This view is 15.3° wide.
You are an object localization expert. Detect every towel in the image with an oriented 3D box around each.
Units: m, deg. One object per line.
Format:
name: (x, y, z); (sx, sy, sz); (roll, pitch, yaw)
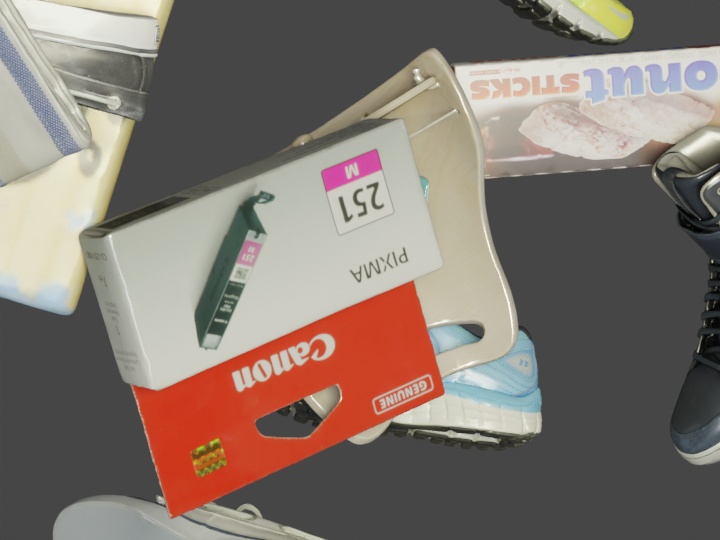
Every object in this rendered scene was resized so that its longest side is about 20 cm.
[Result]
towel: (-0.253, -0.090, 1.382); (0.200, 0.024, 0.147); (-20, 120, 20)

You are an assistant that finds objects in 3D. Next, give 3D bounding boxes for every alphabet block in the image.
alphabet block: (-0.225, -0.105, 1.540); (0.195, 0.196, 0.200); (16, 95, -10)

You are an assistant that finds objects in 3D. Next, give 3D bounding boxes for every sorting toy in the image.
sorting toy: (0.000, 0.000, 1.596); (0.200, 0.107, 0.180); (-31, 88, -13)

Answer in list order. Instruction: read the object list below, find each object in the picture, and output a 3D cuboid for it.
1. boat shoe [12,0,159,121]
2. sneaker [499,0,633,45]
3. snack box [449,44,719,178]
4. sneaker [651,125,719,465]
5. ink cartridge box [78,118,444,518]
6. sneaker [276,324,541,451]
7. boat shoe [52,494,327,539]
boat shoe: (-0.208, -0.115, 1.411); (0.200, 0.072, 0.068); (7, 95, -14)
sneaker: (0.098, -0.216, 1.621); (0.200, 0.078, 0.090); (40, 85, -11)
snack box: (0.157, -0.100, 1.666); (0.200, 0.024, 0.072); (-5, 98, -6)
sneaker: (0.218, 0.006, 1.642); (0.146, 0.077, 0.202); (35, 83, -32)
ink cartridge box: (-0.042, 0.027, 1.505); (0.200, 0.044, 0.174); (-23, 104, -27)
sneaker: (0.016, 0.054, 1.659); (0.200, 0.078, 0.090); (10, 75, -7)
boat shoe: (-0.086, 0.174, 1.654); (0.202, 0.086, 0.075); (7, 103, 22)
